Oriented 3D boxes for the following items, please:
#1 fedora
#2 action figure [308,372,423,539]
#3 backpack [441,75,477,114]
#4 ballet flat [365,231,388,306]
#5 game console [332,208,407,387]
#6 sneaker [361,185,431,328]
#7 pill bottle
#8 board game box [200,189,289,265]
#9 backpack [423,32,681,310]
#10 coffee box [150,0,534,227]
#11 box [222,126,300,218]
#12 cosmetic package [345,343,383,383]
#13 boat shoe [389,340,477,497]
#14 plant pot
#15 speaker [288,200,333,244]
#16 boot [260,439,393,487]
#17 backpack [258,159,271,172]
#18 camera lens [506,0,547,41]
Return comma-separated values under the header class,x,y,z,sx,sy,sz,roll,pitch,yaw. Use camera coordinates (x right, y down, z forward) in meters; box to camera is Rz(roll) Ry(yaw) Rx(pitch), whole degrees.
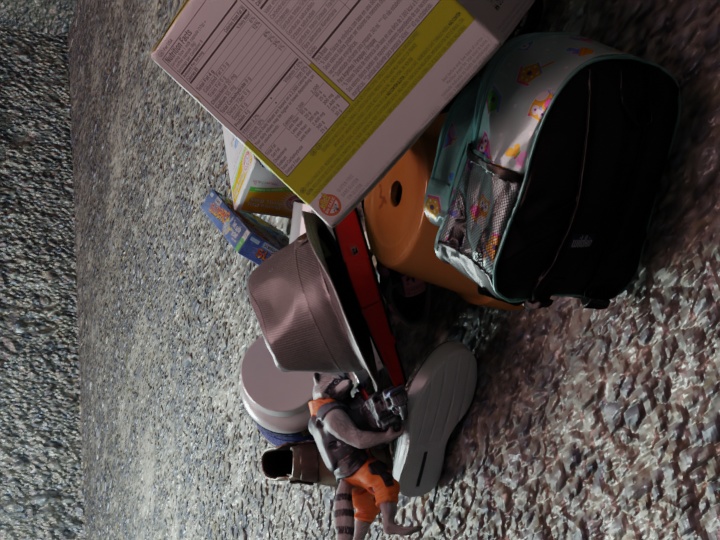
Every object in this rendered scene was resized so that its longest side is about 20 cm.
class,x,y,z,sx,sy,sz,roll,pitch,yaw
fedora,-0.051,0.040,1.105,0.200,0.090,0.178,-104,-9,-58
action figure,-0.003,0.184,1.167,0.200,0.104,0.195,108,145,-65
backpack,0.022,-0.197,1.198,0.154,0.198,0.164,93,162,-68
ballet flat,0.010,0.001,1.357,0.068,0.067,0.201,-109,33,-43
game console,0.000,0.000,1.175,0.178,0.031,0.201,74,-179,-47
sneaker,0.048,-0.021,1.219,0.201,0.070,0.082,75,175,-49
pill bottle,-0.081,0.145,1.362,0.200,0.115,0.117,78,-174,-69
board game box,-0.139,-0.040,1.616,0.035,0.135,0.200,-56,31,6
backpack,0.154,-0.088,0.911,0.153,0.175,0.201,45,124,46
coffee box,-0.005,-0.199,0.909,0.200,0.198,0.200,-46,4,29
box,-0.125,-0.181,1.632,0.102,0.112,0.201,119,150,-42
cosmetic package,-0.016,0.079,1.323,0.083,0.050,0.200,57,172,-2
boat shoe,0.062,0.146,1.206,0.071,0.072,0.201,58,140,47
plant pot,0.093,-0.066,1.094,0.200,0.139,0.202,-176,90,-65
speaker,-0.059,0.013,1.498,0.081,0.081,0.202,-160,75,-65
boot,-0.046,0.225,1.348,0.200,0.145,0.071,143,124,-60
backpack,-0.044,-0.188,1.337,0.154,0.189,0.202,50,-143,-69
camera lens,0.088,-0.310,1.118,0.160,0.159,0.201,129,139,-52
